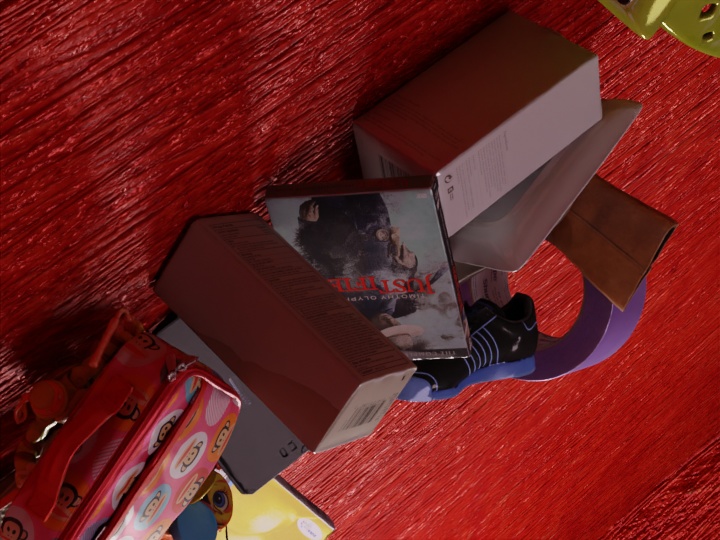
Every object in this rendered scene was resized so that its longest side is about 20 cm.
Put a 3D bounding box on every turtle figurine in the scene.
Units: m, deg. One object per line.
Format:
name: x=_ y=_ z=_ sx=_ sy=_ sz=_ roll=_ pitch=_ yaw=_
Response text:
turtle figurine: x=-0.230 y=0.110 z=1.400 sx=0.200 sy=0.064 sz=0.161 roll=-57 pitch=163 yaw=4

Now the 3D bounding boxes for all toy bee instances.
toy bee: x=-0.163 y=0.214 z=1.590 sx=0.130 sy=0.109 sz=0.200 roll=-12 pitch=147 yaw=24

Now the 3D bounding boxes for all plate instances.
plate: x=0.141 y=-0.091 z=1.623 sx=0.032 sy=0.199 sz=0.200 roll=44 pitch=75 yaw=-25

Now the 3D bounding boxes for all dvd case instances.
dvd case: x=0.010 y=0.003 z=1.502 sx=0.022 sy=0.145 sz=0.201 roll=-80 pitch=162 yaw=-44

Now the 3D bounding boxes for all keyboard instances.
keyboard: x=-0.100 y=0.096 z=1.543 sx=0.127 sy=0.021 sz=0.200 roll=-37 pitch=124 yaw=-9

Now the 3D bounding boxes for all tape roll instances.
tape roll: x=0.193 y=0.012 z=1.843 sx=0.085 sy=0.200 sz=0.200 roll=-11 pitch=140 yaw=-56

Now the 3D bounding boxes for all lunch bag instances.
lunch bag: x=-0.187 y=0.146 z=1.350 sx=0.200 sy=0.082 sz=0.176 roll=-56 pitch=159 yaw=-6

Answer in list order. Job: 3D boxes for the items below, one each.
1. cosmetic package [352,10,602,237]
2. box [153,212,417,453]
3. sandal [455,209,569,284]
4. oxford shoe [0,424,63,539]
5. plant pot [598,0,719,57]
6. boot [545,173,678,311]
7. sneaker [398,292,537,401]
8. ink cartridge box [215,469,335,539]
cosmetic package: x=0.104 y=-0.131 z=1.524 sx=0.200 sy=0.113 sz=0.081 roll=-35 pitch=139 yaw=-23
box: x=-0.062 y=0.046 z=1.416 sx=0.095 sy=0.200 sz=0.078 roll=-9 pitch=138 yaw=-57
sandal: x=0.130 y=-0.051 z=1.694 sx=0.200 sy=0.082 sz=0.055 roll=-33 pitch=180 yaw=-4
oxford shoe: x=-0.261 y=0.181 z=1.487 sx=0.200 sy=0.075 sz=0.058 roll=-44 pitch=-163 yaw=-29
plant pot: x=0.250 y=-0.303 z=1.410 sx=0.181 sy=0.199 sz=0.200 roll=-8 pitch=138 yaw=-48
boot: x=0.192 y=-0.029 z=1.762 sx=0.189 sy=0.200 sz=0.068 roll=-55 pitch=169 yaw=16
sneaker: x=0.095 y=0.073 z=1.717 sx=0.199 sy=0.070 sz=0.078 roll=-13 pitch=109 yaw=-41
ink cartridge box: x=-0.158 y=0.259 z=1.681 sx=0.200 sy=0.047 sz=0.198 roll=-48 pitch=120 yaw=-2
